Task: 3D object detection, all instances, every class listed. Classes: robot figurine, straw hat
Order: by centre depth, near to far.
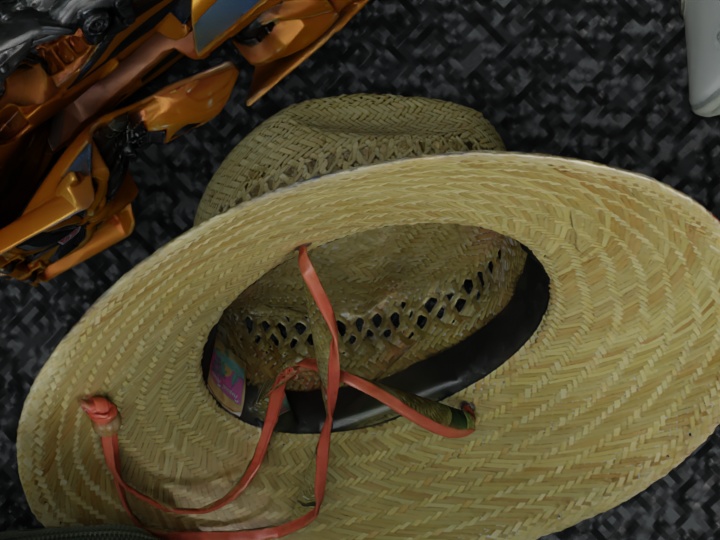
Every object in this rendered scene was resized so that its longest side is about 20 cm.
[{"bbox_3d":[-0.047,-0.065,0.766,0.200,0.145,0.058,-40,83,2],"label":"robot figurine"},{"bbox_3d":[0.000,0.000,0.787,0.200,0.201,0.085,-20,52,11],"label":"straw hat"}]

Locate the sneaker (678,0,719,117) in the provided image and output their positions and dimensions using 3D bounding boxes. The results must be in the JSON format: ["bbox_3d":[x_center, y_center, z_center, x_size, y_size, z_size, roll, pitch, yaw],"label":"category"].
[{"bbox_3d":[0.174,-0.051,0.754,0.199,0.074,0.089,16,101,30],"label":"sneaker"}]

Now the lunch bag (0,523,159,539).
[{"bbox_3d":[-0.122,0.144,0.778,0.199,0.168,0.140,-9,83,16],"label":"lunch bag"}]
